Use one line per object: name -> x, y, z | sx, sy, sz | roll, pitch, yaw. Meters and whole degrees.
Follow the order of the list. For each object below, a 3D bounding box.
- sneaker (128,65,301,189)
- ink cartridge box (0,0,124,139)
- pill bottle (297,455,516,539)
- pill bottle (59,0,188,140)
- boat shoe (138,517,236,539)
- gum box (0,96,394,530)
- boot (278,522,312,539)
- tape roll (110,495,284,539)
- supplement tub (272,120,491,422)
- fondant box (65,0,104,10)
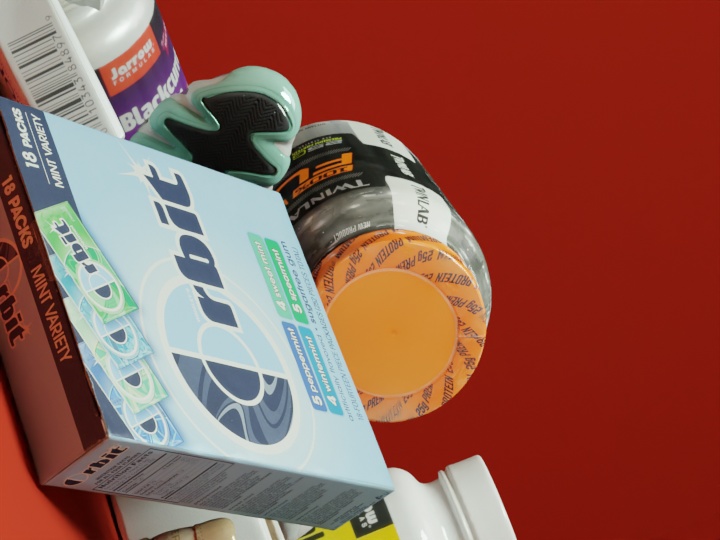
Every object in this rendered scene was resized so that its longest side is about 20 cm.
sneaker -> -0.091, -0.069, 1.177 | 0.078, 0.200, 0.140 | 40, 36, -14
ink cartridge box -> -0.188, -0.136, 1.118 | 0.201, 0.040, 0.200 | 63, -10, -1
pill bottle -> -0.001, 0.191, 1.349 | 0.111, 0.198, 0.112 | 158, -90, -87
pill bottle -> -0.176, -0.134, 1.387 | 0.112, 0.111, 0.201 | -114, -177, -47
boat shoe -> -0.054, 0.200, 0.988 | 0.071, 0.064, 0.201 | -114, -175, -54
gum box -> -0.084, 0.024, 0.955 | 0.199, 0.044, 0.171 | 18, 44, -53
boot -> -0.051, 0.112, 1.315 | 0.200, 0.095, 0.074 | 2, -63, 62
tape roll -> -0.070, 0.171, 1.137 | 0.202, 0.070, 0.204 | 159, -90, -88
supplement tub -> 0.000, 0.000, 1.146 | 0.200, 0.122, 0.123 | -121, -171, -70
fondant box -> -0.132, -0.259, 1.155 | 0.144, 0.058, 0.202 | 123, -15, -79
